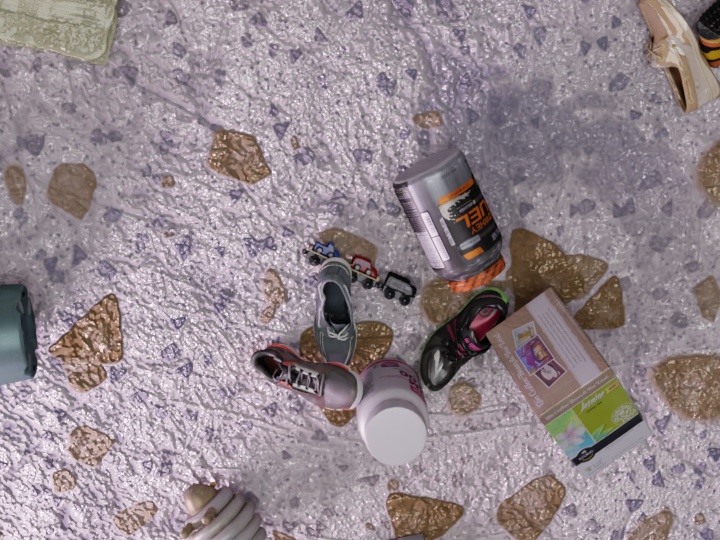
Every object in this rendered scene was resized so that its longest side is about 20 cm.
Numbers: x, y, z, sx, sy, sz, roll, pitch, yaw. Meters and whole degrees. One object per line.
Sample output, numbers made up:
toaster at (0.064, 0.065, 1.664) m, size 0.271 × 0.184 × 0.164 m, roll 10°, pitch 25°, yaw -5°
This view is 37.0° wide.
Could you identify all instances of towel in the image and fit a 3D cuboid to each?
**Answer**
towel at (-0.462, -0.397, 1.608) m, size 0.198 × 0.037 × 0.150 m, roll 11°, pitch 103°, yaw -5°

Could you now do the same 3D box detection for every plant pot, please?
plant pot at (-0.609, 0.106, 1.660) m, size 0.194 × 0.200 × 0.202 m, roll -6°, pitch 105°, yaw -8°

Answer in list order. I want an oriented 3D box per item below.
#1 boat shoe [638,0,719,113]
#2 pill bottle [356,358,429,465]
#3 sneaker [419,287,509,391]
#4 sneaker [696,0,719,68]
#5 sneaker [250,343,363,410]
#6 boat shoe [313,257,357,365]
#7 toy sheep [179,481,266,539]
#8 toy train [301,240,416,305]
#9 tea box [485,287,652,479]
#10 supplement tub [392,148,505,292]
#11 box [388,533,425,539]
boat shoe at (0.474, -0.329, 1.640) m, size 0.069 × 0.074 × 0.201 m, roll -36°, pitch 104°, yaw 1°
pill bottle at (0.050, 0.223, 1.700) m, size 0.112 × 0.200 × 0.115 m, roll -1°, pitch 105°, yaw -2°
sneaker at (0.164, 0.112, 1.736) m, size 0.076 × 0.084 × 0.201 m, roll 35°, pitch 100°, yaw -9°
sneaker at (0.592, -0.391, 1.641) m, size 0.200 × 0.070 × 0.090 m, roll -39°, pitch 143°, yaw -8°
sneaker at (-0.092, 0.174, 1.701) m, size 0.198 × 0.082 × 0.078 m, roll 16°, pitch 96°, yaw 28°
boat shoe at (-0.043, 0.080, 1.716) m, size 0.072 × 0.062 × 0.202 m, roll 3°, pitch 119°, yaw 4°
toy sheep at (-0.221, 0.435, 1.779) m, size 0.137 × 0.138 × 0.201 m, roll -35°, pitch 95°, yaw 7°
toy train at (0.000, 0.000, 1.727) m, size 0.198 × 0.034 × 0.046 m, roll 24°, pitch 99°, yaw -8°
tea box at (0.322, 0.174, 1.668) m, size 0.133 × 0.201 × 0.197 m, roll -36°, pitch 130°, yaw 7°
supplement tub at (0.142, -0.076, 1.668) m, size 0.122 × 0.123 × 0.201 m, roll -27°, pitch 104°, yaw 5°
box at (0.029, 0.552, 1.866) m, size 0.198 × 0.041 × 0.158 m, roll -12°, pitch 104°, yaw 0°
